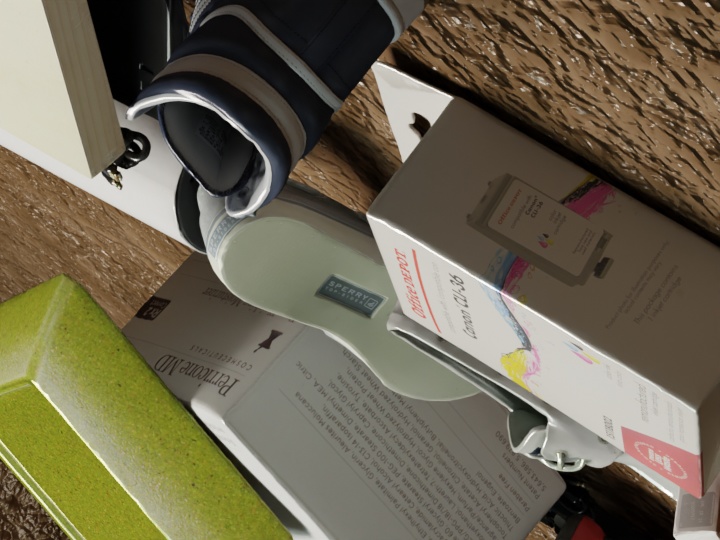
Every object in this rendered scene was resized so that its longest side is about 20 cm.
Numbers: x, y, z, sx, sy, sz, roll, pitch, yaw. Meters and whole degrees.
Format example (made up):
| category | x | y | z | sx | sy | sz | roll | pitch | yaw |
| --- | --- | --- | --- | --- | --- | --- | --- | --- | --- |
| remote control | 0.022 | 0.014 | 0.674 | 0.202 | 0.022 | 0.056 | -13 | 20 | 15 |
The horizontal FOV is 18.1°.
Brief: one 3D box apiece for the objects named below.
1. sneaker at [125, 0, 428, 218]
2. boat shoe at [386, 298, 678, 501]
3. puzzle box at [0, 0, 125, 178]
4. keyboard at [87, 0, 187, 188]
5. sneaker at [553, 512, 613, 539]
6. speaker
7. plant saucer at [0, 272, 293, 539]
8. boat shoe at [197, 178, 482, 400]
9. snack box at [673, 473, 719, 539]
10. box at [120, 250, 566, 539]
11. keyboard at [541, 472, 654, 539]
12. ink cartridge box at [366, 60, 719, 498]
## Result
| category | x | y | z | sx | sy | sz | roll | pitch | yaw |
| --- | --- | --- | --- | --- | --- | --- | --- | --- | --- |
| sneaker | -0.051 | -0.078 | 0.916 | 0.070 | 0.109 | 0.200 | 41 | 166 | -14 |
| boat shoe | 0.096 | 0.065 | 1.103 | 0.200 | 0.067 | 0.074 | 39 | 167 | -6 |
| puzzle box | -0.197 | -0.135 | 1.057 | 0.200 | 0.025 | 0.133 | 29 | 147 | 32 |
| keyboard | -0.150 | -0.117 | 1.097 | 0.200 | 0.021 | 0.128 | 28 | 129 | 37 |
| sneaker | 0.146 | 0.204 | 1.350 | 0.098 | 0.071 | 0.201 | 30 | 168 | 12 |
| speaker | -0.131 | -0.080 | 1.179 | 0.199 | 0.081 | 0.081 | 27 | 163 | 36 |
| plant saucer | -0.152 | 0.106 | 1.299 | 0.200 | 0.048 | 0.200 | 51 | 153 | -10 |
| boat shoe | -0.001 | 0.000 | 1.138 | 0.200 | 0.070 | 0.072 | 29 | -157 | -38 |
| snack box | 0.201 | 0.144 | 1.091 | 0.024 | 0.072 | 0.200 | -10 | 140 | 29 |
| box | -0.023 | 0.092 | 1.328 | 0.200 | 0.131 | 0.199 | 50 | 162 | -25 |
| keyboard | 0.113 | 0.142 | 1.420 | 0.199 | 0.021 | 0.127 | 27 | 163 | 35 |
| ink cartridge box | 0.075 | 0.003 | 0.951 | 0.200 | 0.068 | 0.117 | 32 | 166 | 21 |
